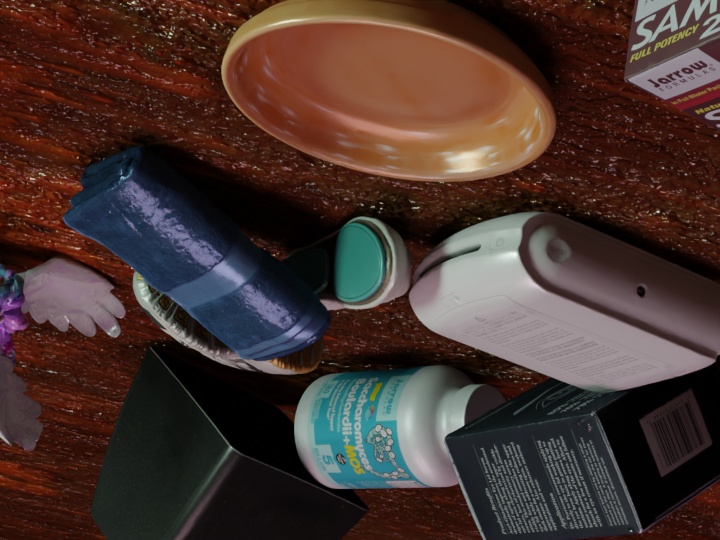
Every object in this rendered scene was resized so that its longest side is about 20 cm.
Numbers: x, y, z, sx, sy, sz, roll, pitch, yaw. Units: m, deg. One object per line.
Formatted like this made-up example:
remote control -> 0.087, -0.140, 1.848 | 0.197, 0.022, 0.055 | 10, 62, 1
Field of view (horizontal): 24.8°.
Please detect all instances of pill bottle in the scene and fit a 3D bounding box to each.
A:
pill bottle -> 0.041, 0.146, 1.524 | 0.199, 0.112, 0.110 | -9, 152, 42

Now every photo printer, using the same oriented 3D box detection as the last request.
photo printer -> 0.144, 0.023, 1.199 | 0.198, 0.070, 0.166 | 21, 158, -22

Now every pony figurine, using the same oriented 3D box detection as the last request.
pony figurine -> -0.327, 0.039, 1.423 | 0.199, 0.168, 0.193 | 15, 159, 40

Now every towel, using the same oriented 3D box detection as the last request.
towel -> -0.120, -0.007, 1.213 | 0.200, 0.049, 0.111 | 42, 148, -21

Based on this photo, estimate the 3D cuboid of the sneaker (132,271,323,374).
sneaker -> -0.127, 0.048, 1.406 | 0.199, 0.076, 0.087 | 29, 154, -37

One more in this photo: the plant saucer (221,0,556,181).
plant saucer -> 0.019, -0.111, 0.962 | 0.198, 0.038, 0.200 | 10, 160, 3

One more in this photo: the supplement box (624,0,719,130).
supplement box -> 0.245, -0.098, 0.836 | 0.199, 0.061, 0.109 | 23, 158, -26

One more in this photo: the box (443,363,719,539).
box -> 0.193, 0.147, 1.361 | 0.147, 0.105, 0.199 | -25, -177, -35

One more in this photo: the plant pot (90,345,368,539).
plant pot -> -0.149, 0.225, 1.626 | 0.199, 0.178, 0.199 | 29, -171, -42

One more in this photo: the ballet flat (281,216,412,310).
ballet flat -> 0.000, 0.000, 1.239 | 0.069, 0.070, 0.200 | 20, 165, -23
